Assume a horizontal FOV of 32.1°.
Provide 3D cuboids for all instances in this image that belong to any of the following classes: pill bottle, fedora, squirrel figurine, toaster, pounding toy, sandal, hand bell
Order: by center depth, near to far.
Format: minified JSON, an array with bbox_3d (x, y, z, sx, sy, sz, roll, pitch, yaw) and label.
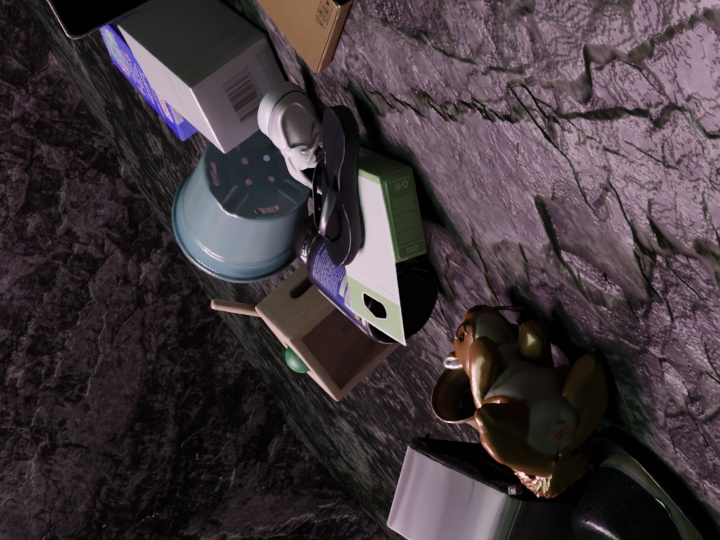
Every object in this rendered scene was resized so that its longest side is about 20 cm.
[{"bbox_3d":[0.164,0.133,1.321,0.187,0.141,0.200,47,166,53],"label":"squirrel figurine"},{"bbox_3d":[0.285,0.272,1.348,0.201,0.092,0.201,50,167,15],"label":"fedora"},{"bbox_3d":[-0.034,-0.093,1.402,0.076,0.043,0.200,49,148,47],"label":"sandal"},{"bbox_3d":[0.149,0.271,1.441,0.181,0.119,0.200,19,-176,42],"label":"toaster"},{"bbox_3d":[0.186,0.202,1.593,0.200,0.104,0.104,47,173,-34],"label":"hand bell"},{"bbox_3d":[0.000,0.000,1.601,0.200,0.112,0.112,41,163,45],"label":"pill bottle"},{"bbox_3d":[-0.066,0.065,1.781,0.142,0.200,0.184,39,168,47],"label":"pounding toy"}]

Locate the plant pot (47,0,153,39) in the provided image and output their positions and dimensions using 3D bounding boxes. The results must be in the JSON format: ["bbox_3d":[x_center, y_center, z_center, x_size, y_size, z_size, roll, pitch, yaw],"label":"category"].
[{"bbox_3d":[-0.287,-0.413,1.358,0.178,0.200,0.200,60,175,39],"label":"plant pot"}]

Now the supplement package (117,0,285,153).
[{"bbox_3d":[-0.194,-0.260,1.573,0.200,0.117,0.117,42,165,40],"label":"supplement package"}]

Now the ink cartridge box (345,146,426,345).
[{"bbox_3d":[0.023,-0.031,1.430,0.146,0.048,0.200,30,135,60],"label":"ink cartridge box"}]

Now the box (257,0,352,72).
[{"bbox_3d":[-0.076,-0.295,1.257,0.164,0.021,0.200,52,168,2],"label":"box"}]

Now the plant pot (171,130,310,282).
[{"bbox_3d":[-0.152,-0.107,1.727,0.200,0.200,0.196,51,159,6],"label":"plant pot"}]

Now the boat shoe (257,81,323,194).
[{"bbox_3d":[-0.063,-0.156,1.521,0.065,0.074,0.200,41,174,27],"label":"boat shoe"}]

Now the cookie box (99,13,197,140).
[{"bbox_3d":[-0.324,-0.327,1.969,0.200,0.075,0.171,49,167,20],"label":"cookie box"}]
